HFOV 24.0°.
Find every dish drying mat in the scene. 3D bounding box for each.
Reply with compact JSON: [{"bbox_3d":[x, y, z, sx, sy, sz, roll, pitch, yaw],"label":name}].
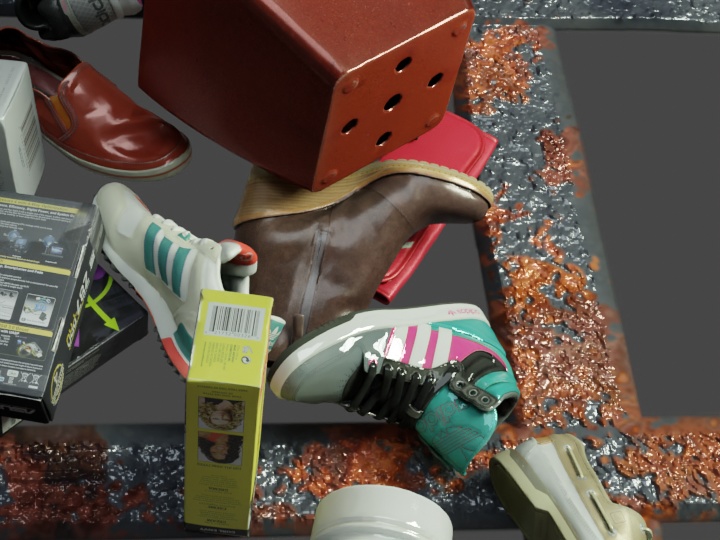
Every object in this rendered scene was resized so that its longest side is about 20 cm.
[{"bbox_3d":[0.038,-0.060,1.386,0.077,0.018,0.200,27,55,12],"label":"dish drying mat"}]

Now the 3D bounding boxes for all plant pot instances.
[{"bbox_3d":[-0.030,-0.181,1.268,0.200,0.200,0.176,-30,65,-28],"label":"plant pot"}]

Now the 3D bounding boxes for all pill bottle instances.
[{"bbox_3d":[0.002,0.248,1.098,0.114,0.114,0.200,11,54,-1],"label":"pill bottle"}]

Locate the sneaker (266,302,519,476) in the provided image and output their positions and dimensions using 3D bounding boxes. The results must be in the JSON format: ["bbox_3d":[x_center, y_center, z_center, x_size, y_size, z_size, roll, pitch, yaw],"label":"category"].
[{"bbox_3d":[0.039,0.094,1.223,0.200,0.084,0.121,-9,51,-36],"label":"sneaker"}]

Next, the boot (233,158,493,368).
[{"bbox_3d":[0.000,0.000,1.301,0.200,0.072,0.167,4,75,-3],"label":"boot"}]

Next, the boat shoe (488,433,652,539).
[{"bbox_3d":[0.171,0.195,1.188,0.068,0.075,0.200,-25,61,-18],"label":"boat shoe"}]

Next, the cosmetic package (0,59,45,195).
[{"bbox_3d":[-0.346,-0.108,1.273,0.200,0.102,0.074,4,45,6],"label":"cosmetic package"}]

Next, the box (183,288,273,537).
[{"bbox_3d":[-0.090,0.099,1.137,0.050,0.200,0.075,6,52,-1],"label":"box"}]

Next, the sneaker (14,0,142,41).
[{"bbox_3d":[-0.254,-0.240,1.406,0.087,0.074,0.200,-30,35,-14],"label":"sneaker"}]

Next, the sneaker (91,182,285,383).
[{"bbox_3d":[-0.123,-0.003,1.260,0.093,0.070,0.200,-41,61,14],"label":"sneaker"}]

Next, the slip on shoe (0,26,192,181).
[{"bbox_3d":[-0.226,-0.134,1.372,0.200,0.061,0.074,31,54,11],"label":"slip on shoe"}]

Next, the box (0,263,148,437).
[{"bbox_3d":[-0.277,0.014,1.272,0.200,0.036,0.143,40,58,21],"label":"box"}]

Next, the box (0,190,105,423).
[{"bbox_3d":[-0.299,0.015,1.214,0.200,0.049,0.161,8,63,4],"label":"box"}]
